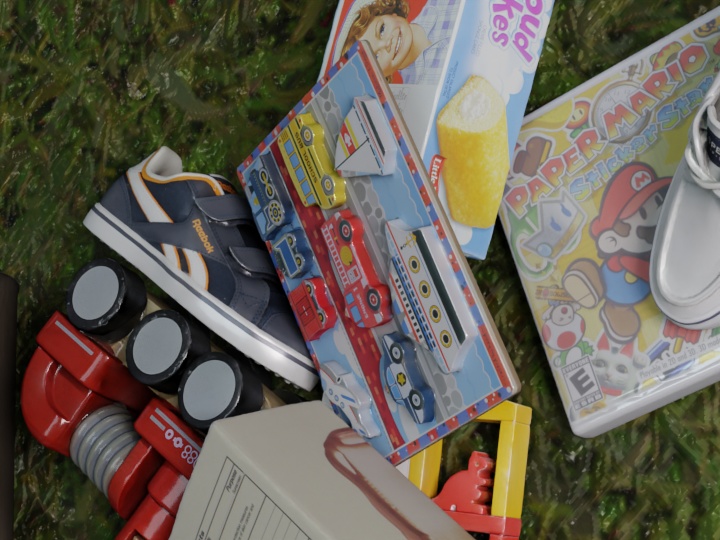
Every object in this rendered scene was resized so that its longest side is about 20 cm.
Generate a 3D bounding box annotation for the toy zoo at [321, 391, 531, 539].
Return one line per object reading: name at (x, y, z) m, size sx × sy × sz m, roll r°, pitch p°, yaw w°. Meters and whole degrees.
toy zoo at (0.028, 0.140, 0.832) m, size 0.131 × 0.020 × 0.201 m, roll 1°, pitch 79°, yaw 34°

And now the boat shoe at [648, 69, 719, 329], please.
boat shoe at (0.182, -0.061, 0.702) m, size 0.073 × 0.065 × 0.201 m, roll 34°, pitch 114°, yaw 35°

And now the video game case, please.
video game case at (0.171, -0.034, 0.778) m, size 0.199 × 0.023 × 0.183 m, roll -29°, pitch 63°, yaw 26°

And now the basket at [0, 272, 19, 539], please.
basket at (-0.299, 0.119, 0.995) m, size 0.180 × 0.136 × 0.201 m, roll -20°, pitch 71°, yaw 30°

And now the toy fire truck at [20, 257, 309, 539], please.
toy fire truck at (-0.137, 0.125, 0.903) m, size 0.176 × 0.129 × 0.200 m, roll 35°, pitch 88°, yaw 35°

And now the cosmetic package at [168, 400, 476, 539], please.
cosmetic package at (-0.002, 0.168, 0.767) m, size 0.200 × 0.087 × 0.104 m, roll 40°, pitch 121°, yaw 33°

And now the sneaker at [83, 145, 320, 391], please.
sneaker at (-0.085, -0.009, 0.912) m, size 0.200 × 0.078 × 0.080 m, roll 37°, pitch 89°, yaw 28°

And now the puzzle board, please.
puzzle board at (0.000, 0.000, 0.799) m, size 0.151 × 0.017 × 0.201 m, roll -40°, pitch 69°, yaw 51°

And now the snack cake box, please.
snack cake box at (0.037, -0.115, 0.847) m, size 0.115 × 0.067 × 0.201 m, roll 11°, pitch 84°, yaw 53°
